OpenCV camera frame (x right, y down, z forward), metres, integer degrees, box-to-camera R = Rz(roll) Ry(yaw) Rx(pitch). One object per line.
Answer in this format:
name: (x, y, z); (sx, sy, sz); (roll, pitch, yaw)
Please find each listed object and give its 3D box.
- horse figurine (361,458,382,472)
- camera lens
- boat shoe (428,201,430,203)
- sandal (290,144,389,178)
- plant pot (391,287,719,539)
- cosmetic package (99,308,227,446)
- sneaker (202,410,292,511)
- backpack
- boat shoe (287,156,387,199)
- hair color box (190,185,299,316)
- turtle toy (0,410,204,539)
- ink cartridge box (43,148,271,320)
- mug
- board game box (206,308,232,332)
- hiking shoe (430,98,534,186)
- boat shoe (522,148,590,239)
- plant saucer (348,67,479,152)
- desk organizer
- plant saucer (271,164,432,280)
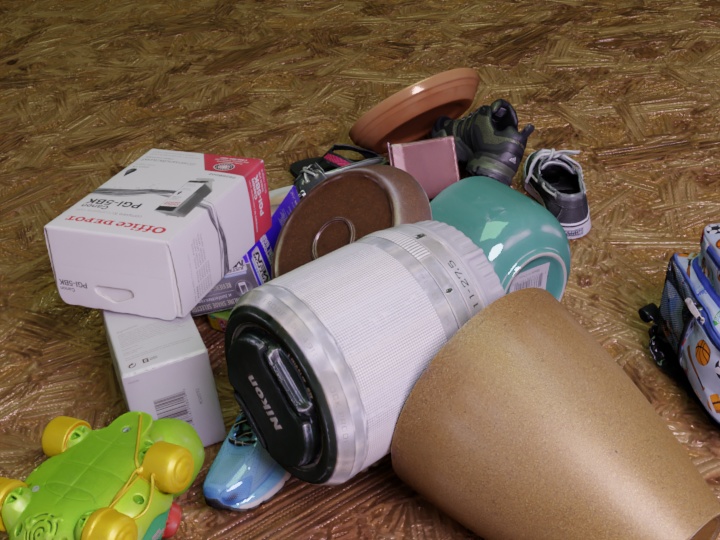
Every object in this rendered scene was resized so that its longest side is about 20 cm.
horse figurine: (0.013, 0.110, 0.896); (0.132, 0.050, 0.199); (-31, 35, -22)
camera lens: (0.003, 0.062, 0.766); (0.198, 0.162, 0.159); (-26, 34, -32)
boat shoe: (0.000, 0.000, 1.000); (0.200, 0.072, 0.061); (-37, 60, 6)
sandal: (-0.005, -0.149, 1.329); (0.197, 0.046, 0.075); (6, 34, 23)
plant pot: (0.155, 0.144, 0.700); (0.185, 0.188, 0.199); (-29, 50, -30)
cosmetic package: (-0.202, 0.082, 0.944); (0.084, 0.109, 0.200); (-16, 33, -14)
sneaker: (-0.089, 0.114, 0.843); (0.077, 0.090, 0.202); (0, 50, 37)
backpack: (0.359, 0.054, 0.809); (0.196, 0.156, 0.192); (-5, 41, 2)
boat shoe: (-0.054, -0.106, 1.242); (0.197, 0.072, 0.072); (-14, 24, -14)
hair color box: (-0.139, -0.026, 1.112); (0.108, 0.066, 0.201); (-12, 24, 17)
turtle toy: (-0.200, 0.183, 0.780); (0.144, 0.102, 0.200); (8, 34, 26)
ink cartridge box: (-0.197, -0.044, 0.971); (0.144, 0.084, 0.200); (7, 31, 19)
mug: (0.124, 0.012, 0.944); (0.114, 0.151, 0.186); (36, 92, 45)
board game box: (-0.073, 0.015, 1.096); (0.095, 0.030, 0.200); (14, 40, 37)
hiking shoe: (0.163, -0.176, 1.256); (0.101, 0.075, 0.200); (-55, 32, 9)
boat shoe: (0.240, -0.116, 1.186); (0.072, 0.069, 0.200); (-4, 31, 7)
plant saucer: (0.080, -0.217, 1.339); (0.198, 0.038, 0.200); (-24, -6, -2)
desk organizer: (0.077, -0.122, 1.159); (0.076, 0.073, 0.200); (-8, 6, 4)
plant saucer: (-0.019, -0.022, 0.954); (0.198, 0.034, 0.203); (-20, 55, 30)
